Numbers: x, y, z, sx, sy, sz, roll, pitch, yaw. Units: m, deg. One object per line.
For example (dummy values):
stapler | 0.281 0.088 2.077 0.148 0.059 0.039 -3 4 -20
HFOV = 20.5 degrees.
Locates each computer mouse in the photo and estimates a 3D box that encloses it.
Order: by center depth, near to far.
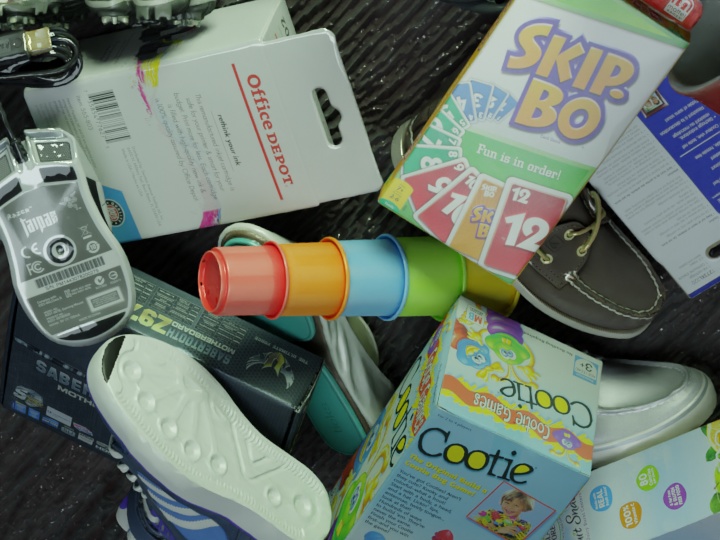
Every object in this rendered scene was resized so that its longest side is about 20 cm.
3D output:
computer mouse | -0.194 -0.048 1.189 0.109 0.044 0.201 -19 113 -2

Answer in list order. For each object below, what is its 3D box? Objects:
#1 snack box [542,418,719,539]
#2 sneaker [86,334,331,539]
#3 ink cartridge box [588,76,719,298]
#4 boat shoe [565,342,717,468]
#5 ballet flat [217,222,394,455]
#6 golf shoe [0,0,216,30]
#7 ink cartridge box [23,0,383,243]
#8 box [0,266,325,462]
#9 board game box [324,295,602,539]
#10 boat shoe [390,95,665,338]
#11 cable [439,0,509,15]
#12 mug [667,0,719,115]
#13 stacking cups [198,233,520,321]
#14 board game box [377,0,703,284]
snack box | 0.227 0.169 1.282 0.199 0.068 0.169 -25 142 25
sneaker | -0.129 0.131 1.253 0.146 0.081 0.200 -25 125 40
ink cartridge box | 0.176 -0.082 1.191 0.095 0.037 0.200 -34 108 26
boat shoe | 0.127 0.081 1.287 0.199 0.072 0.069 -7 126 26
ballet flat | -0.031 0.032 1.282 0.069 0.070 0.200 -15 125 19
golf shoe | -0.180 -0.186 1.184 0.199 0.077 0.089 0 94 16
ink cartridge box | -0.089 -0.093 1.214 0.199 0.068 0.116 -10 120 17
box | -0.134 0.074 1.298 0.199 0.051 0.158 25 141 2
board game box | 0.056 0.132 1.233 0.105 0.103 0.200 25 130 -8
boat shoe | 0.111 -0.033 1.207 0.200 0.072 0.059 39 148 -9
cable | 0.080 -0.215 1.084 0.163 0.051 0.200 -42 143 11
mug | 0.302 -0.110 1.096 0.200 0.134 0.178 35 123 -16
stacking cups | 0.000 0.000 1.205 0.199 0.061 0.061 2 128 -28
board game box | 0.102 -0.093 1.129 0.095 0.030 0.200 31 114 -7
